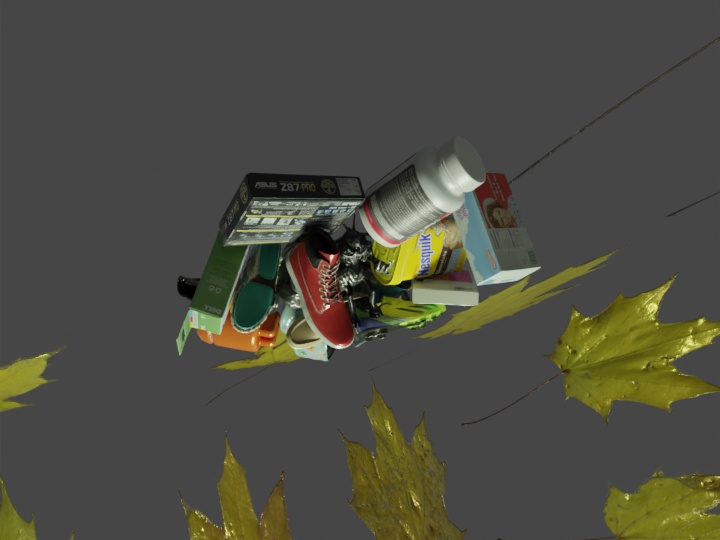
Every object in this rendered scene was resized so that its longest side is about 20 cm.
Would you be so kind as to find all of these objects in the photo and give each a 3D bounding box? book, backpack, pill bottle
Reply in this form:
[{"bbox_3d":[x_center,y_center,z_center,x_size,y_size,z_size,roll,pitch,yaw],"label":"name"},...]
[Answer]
[{"bbox_3d":[0.181,0.027,1.141,0.131,0.049,0.200,3,-166,8],"label":"book"},{"bbox_3d":[-0.107,0.103,1.225,0.150,0.204,0.176,3,163,-2],"label":"backpack"},{"bbox_3d":[0.099,-0.128,0.856,0.110,0.113,0.199,2,155,-46],"label":"pill bottle"}]

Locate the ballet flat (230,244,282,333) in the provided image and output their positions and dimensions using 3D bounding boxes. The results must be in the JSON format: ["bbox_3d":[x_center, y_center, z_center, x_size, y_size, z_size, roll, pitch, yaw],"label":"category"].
[{"bbox_3d":[-0.185,0.030,0.953,0.075,0.203,0.064,25,145,-15],"label":"ballet flat"}]

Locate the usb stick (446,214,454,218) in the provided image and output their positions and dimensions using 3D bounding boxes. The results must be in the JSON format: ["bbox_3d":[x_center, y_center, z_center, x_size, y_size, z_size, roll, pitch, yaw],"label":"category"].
[{"bbox_3d":[0.166,-0.126,1.022,0.197,0.056,0.032,-3,157,-40],"label":"usb stick"}]

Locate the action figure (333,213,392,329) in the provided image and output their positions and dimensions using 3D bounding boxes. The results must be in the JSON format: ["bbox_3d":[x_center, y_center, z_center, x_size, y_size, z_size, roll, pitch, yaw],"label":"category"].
[{"bbox_3d":[0.000,0.000,0.992,0.117,0.204,0.102,-15,-165,-20],"label":"action figure"}]

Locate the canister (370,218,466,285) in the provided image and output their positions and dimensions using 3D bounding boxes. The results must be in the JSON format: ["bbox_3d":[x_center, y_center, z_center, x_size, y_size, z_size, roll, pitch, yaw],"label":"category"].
[{"bbox_3d":[0.131,-0.055,1.084,0.197,0.086,0.151,-8,123,-33],"label":"canister"}]

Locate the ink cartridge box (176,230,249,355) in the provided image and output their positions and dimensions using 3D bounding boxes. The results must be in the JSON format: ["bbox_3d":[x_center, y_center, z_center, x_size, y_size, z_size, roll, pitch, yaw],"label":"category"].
[{"bbox_3d":[-0.251,0.046,0.913,0.058,0.203,0.104,19,155,-10],"label":"ink cartridge box"}]

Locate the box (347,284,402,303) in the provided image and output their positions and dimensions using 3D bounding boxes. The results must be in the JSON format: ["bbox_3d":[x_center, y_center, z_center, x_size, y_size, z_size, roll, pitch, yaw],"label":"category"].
[{"bbox_3d":[0.044,0.038,1.294,0.081,0.050,0.199,7,-172,22],"label":"box"}]

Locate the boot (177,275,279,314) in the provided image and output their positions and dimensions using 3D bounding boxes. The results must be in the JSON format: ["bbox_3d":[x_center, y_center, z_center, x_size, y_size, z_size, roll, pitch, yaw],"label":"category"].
[{"bbox_3d":[-0.259,0.047,1.021,0.197,0.071,0.130,4,-179,41],"label":"boot"}]

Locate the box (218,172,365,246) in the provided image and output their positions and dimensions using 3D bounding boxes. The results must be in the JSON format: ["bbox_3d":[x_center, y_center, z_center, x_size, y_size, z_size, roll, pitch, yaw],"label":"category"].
[{"bbox_3d":[-0.112,-0.096,0.863,0.197,0.050,0.161,-6,159,-32],"label":"box"}]

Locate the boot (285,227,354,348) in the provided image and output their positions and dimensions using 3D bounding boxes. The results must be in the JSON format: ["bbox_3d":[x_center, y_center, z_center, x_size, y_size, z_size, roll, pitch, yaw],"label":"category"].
[{"bbox_3d":[-0.053,0.034,0.904,0.072,0.203,0.144,-26,177,-30],"label":"boot"}]

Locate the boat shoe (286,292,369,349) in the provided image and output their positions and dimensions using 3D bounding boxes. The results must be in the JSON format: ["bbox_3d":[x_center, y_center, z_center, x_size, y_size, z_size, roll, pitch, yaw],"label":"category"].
[{"bbox_3d":[-0.063,0.101,1.106,0.197,0.073,0.065,-25,179,-13],"label":"boat shoe"}]

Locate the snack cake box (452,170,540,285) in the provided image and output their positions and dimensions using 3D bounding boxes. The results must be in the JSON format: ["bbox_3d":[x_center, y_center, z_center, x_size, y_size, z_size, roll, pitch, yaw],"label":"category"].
[{"bbox_3d":[0.241,-0.081,0.981,0.113,0.204,0.067,-4,160,-34],"label":"snack cake box"}]

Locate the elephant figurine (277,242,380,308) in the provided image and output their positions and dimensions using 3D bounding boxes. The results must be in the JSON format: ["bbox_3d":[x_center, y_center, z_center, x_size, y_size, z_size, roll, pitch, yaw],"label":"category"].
[{"bbox_3d":[-0.084,0.019,1.090,0.198,0.155,0.143,9,120,-50],"label":"elephant figurine"}]

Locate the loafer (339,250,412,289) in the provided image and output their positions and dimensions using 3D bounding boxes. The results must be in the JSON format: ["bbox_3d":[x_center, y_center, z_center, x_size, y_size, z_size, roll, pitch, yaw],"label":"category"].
[{"bbox_3d":[0.041,-0.021,1.188,0.198,0.072,0.073,20,-171,-34],"label":"loafer"}]

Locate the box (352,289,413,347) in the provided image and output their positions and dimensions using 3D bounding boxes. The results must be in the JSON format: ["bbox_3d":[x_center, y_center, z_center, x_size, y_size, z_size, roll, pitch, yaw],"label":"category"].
[{"bbox_3d":[0.054,0.107,1.226,0.156,0.051,0.200,-35,174,5],"label":"box"}]

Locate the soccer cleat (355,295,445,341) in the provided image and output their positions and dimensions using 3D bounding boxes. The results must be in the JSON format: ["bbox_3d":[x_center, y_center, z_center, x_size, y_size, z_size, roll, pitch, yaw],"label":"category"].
[{"bbox_3d":[0.081,0.083,1.085,0.196,0.085,0.065,-13,159,-15],"label":"soccer cleat"}]

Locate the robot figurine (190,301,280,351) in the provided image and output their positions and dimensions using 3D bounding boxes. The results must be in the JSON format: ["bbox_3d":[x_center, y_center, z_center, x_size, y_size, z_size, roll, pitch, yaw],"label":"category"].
[{"bbox_3d":[-0.282,0.116,1.186,0.196,0.119,0.144,11,178,0],"label":"robot figurine"}]
